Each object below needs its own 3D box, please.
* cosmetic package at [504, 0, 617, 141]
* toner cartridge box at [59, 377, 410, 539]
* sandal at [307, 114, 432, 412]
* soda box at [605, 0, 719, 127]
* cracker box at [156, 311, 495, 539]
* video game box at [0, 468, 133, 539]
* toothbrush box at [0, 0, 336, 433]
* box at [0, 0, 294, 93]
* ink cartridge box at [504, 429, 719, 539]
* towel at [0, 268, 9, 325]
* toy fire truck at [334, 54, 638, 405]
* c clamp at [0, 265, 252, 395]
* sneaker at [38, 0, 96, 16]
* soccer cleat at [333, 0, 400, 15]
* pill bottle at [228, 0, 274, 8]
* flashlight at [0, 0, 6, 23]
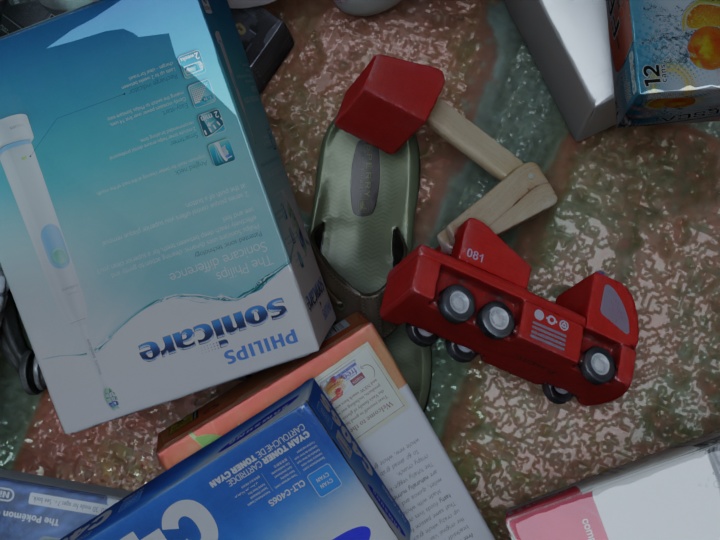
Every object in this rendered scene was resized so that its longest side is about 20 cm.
[{"bbox_3d":[0.131,-0.192,0.768,0.107,0.085,0.202,-27,80,-2],"label":"cosmetic package"},{"bbox_3d":[-0.081,0.149,0.666,0.199,0.043,0.095,-33,98,8],"label":"toner cartridge box"},{"bbox_3d":[-0.001,-0.001,0.770,0.079,0.057,0.204,-3,83,5],"label":"sandal"},{"bbox_3d":[0.162,-0.179,0.691,0.067,0.064,0.203,-3,80,1],"label":"soda box"},{"bbox_3d":[-0.005,0.144,0.723,0.133,0.058,0.201,-30,97,-4],"label":"cracker box"},{"bbox_3d":[-0.167,0.211,0.731,0.198,0.047,0.185,12,86,-17],"label":"video game box"},{"bbox_3d":[-0.113,-0.036,0.695,0.145,0.085,0.202,-19,96,8],"label":"toothbrush box"},{"bbox_3d":[-0.165,-0.136,0.807,0.199,0.048,0.159,35,87,8],"label":"box"},{"bbox_3d":[0.181,0.131,0.691,0.198,0.146,0.086,-22,80,3],"label":"ink cartridge box"},{"bbox_3d":[-0.317,0.053,0.760,0.198,0.086,0.167,21,105,7],"label":"towel"},{"bbox_3d":[0.072,-0.021,0.748,0.198,0.049,0.142,23,62,-15],"label":"toy fire truck"},{"bbox_3d":[-0.135,0.034,0.771,0.197,0.027,0.173,2,110,13],"label":"c clamp"},{"bbox_3d":[-0.140,-0.172,0.672,0.199,0.120,0.085,-22,90,44],"label":"sneaker"},{"bbox_3d":[0.038,-0.189,0.725,0.069,0.200,0.087,-20,71,-30],"label":"soccer cleat"},{"bbox_3d":[-0.088,-0.258,0.767,0.110,0.112,0.202,-23,70,2],"label":"pill bottle"},{"bbox_3d":[-0.234,-0.120,0.759,0.067,0.068,0.203,6,89,1],"label":"flashlight"}]
